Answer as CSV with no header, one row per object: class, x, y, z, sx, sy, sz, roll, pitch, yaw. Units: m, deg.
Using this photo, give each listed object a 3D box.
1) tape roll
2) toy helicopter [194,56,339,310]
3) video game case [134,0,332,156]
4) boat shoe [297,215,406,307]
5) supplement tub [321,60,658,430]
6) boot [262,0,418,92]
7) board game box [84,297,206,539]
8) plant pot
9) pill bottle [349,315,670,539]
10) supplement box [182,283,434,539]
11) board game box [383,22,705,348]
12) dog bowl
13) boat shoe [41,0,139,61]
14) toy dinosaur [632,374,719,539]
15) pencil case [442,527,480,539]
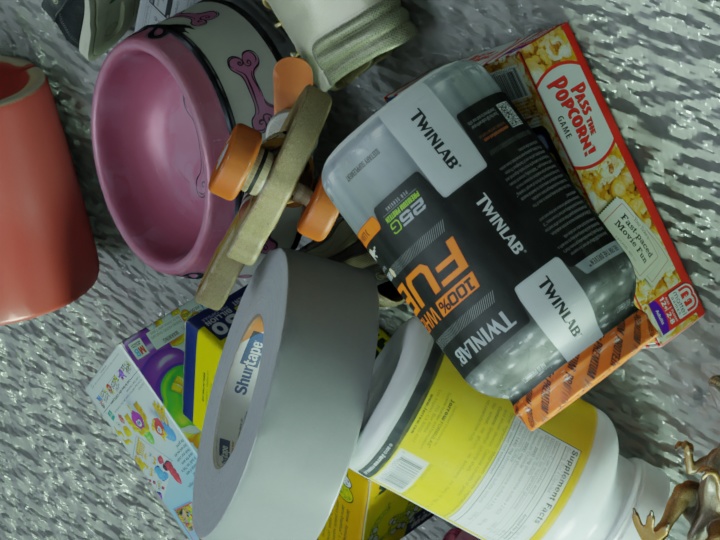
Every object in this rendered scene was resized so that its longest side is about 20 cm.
tape roll,-0.051,0.088,1.559,0.066,0.201,0.200,15,149,-13
toy helicopter,-0.065,-0.048,1.524,0.079,0.133,0.200,24,139,-9
video game case,-0.101,-0.128,1.725,0.182,0.023,0.200,46,145,20
boat shoe,0.000,0.000,1.644,0.074,0.074,0.200,56,150,3
supplement tub,0.078,-0.013,1.387,0.200,0.122,0.123,53,148,7
boot,-0.053,-0.187,1.559,0.200,0.072,0.155,-18,103,55
board game box,-0.113,0.134,1.888,0.200,0.103,0.105,54,148,7
plant pot,-0.319,-0.072,1.938,0.200,0.200,0.178,23,124,43
pill bottle,0.095,0.120,1.524,0.199,0.112,0.112,29,149,-9
supplement box,-0.027,0.103,1.736,0.200,0.109,0.110,39,144,27
board game box,0.113,-0.042,1.475,0.151,0.046,0.201,-12,107,57
dog bowl,-0.119,-0.085,1.649,0.200,0.073,0.201,27,124,51
boat shoe,-0.192,-0.232,1.713,0.068,0.072,0.200,46,149,11
toy dinosaur,0.217,0.159,1.473,0.060,0.106,0.201,30,133,25
pencil case,0.067,0.245,1.748,0.094,0.091,0.200,48,145,5
